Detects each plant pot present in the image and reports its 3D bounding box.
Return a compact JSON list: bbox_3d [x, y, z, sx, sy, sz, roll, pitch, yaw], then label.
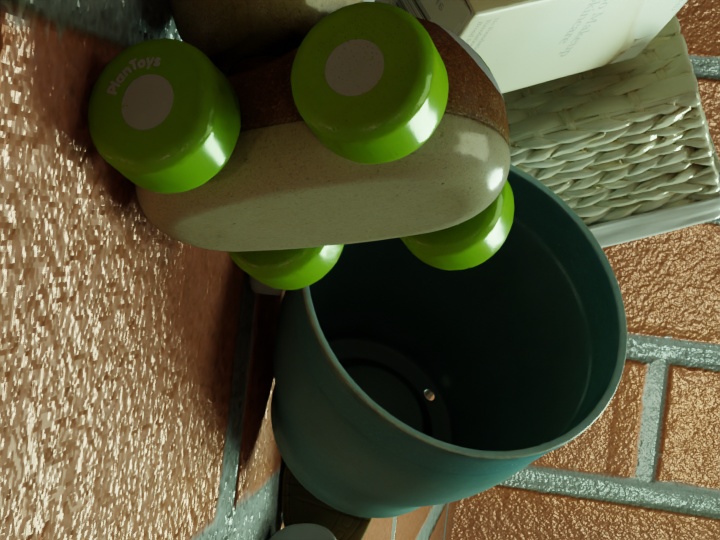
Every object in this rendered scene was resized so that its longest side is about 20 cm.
[{"bbox_3d":[0.033,0.058,0.897,0.188,0.199,0.201,122,-16,-54],"label":"plant pot"}]

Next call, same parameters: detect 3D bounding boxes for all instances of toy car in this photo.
[{"bbox_3d":[-0.019,-0.113,0.618,0.164,0.157,0.202,45,40,-66],"label":"toy car"}]

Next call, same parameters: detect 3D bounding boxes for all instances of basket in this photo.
[{"bbox_3d":[0.143,-0.100,1.026,0.124,0.199,0.136,65,15,-48],"label":"basket"}]

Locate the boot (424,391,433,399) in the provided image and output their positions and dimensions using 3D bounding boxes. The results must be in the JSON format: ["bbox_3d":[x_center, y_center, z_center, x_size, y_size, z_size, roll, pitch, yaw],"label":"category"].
[{"bbox_3d":[0.083,-0.009,1.136,0.072,0.166,0.201,38,23,-30],"label":"boot"}]

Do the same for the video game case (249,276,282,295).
[{"bbox_3d":[-0.040,-0.119,0.837,0.201,0.023,0.183,88,12,-47],"label":"video game case"}]

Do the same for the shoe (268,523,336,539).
[{"bbox_3d":[-0.044,0.268,0.956,0.201,0.071,0.092,-79,166,-54],"label":"shoe"}]

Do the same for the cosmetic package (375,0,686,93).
[{"bbox_3d":[0.103,-0.165,0.865,0.073,0.199,0.104,61,-34,17],"label":"cosmetic package"}]

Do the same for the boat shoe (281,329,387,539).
[{"bbox_3d":[-0.011,0.110,1.047,0.066,0.073,0.202,-38,139,-82],"label":"boat shoe"}]
